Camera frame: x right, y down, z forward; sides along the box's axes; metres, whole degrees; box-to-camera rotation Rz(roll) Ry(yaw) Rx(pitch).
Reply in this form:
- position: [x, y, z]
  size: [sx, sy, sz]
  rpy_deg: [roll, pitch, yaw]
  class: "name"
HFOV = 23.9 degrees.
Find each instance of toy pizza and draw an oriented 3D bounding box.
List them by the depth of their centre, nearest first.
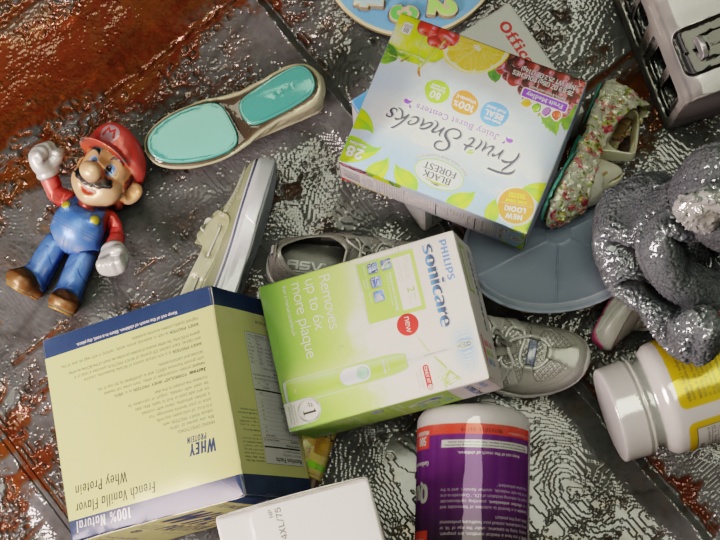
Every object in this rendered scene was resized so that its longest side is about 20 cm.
- position: [0.201, -0.025, 1.716]
  size: [0.199, 0.032, 0.201]
  rpy_deg: [-9, 44, 9]
  class: "toy pizza"

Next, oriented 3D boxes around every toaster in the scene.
- position: [0.342, -0.254, 1.729]
  size: [0.118, 0.200, 0.182]
  rpy_deg: [-19, 83, 0]
  class: "toaster"

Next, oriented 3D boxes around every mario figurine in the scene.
- position: [-0.290, -0.061, 1.741]
  size: [0.123, 0.106, 0.201]
  rpy_deg: [27, 85, -26]
  class: "mario figurine"

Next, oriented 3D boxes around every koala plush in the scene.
- position: [0.319, -0.052, 1.572]
  size: [0.184, 0.200, 0.177]
  rpy_deg: [40, 58, 10]
  class: "koala plush"

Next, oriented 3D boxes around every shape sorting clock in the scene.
- position: [0.056, -0.346, 1.834]
  size: [0.199, 0.039, 0.201]
  rpy_deg: [-1, 75, 2]
  class: "shape sorting clock"

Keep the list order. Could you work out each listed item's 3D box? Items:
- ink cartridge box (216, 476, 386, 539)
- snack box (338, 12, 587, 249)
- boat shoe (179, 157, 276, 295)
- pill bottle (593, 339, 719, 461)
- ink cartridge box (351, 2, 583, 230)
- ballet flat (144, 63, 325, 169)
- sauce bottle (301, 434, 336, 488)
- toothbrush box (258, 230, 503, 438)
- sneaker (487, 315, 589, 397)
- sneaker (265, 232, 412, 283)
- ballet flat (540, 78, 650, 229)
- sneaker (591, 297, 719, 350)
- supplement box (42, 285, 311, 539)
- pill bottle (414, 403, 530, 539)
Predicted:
- position: [-0.040, 0.292, 1.592]
  size: [0.145, 0.200, 0.147]
  rpy_deg: [-15, 76, -1]
  class: "ink cartridge box"
- position: [0.100, -0.137, 1.677]
  size: [0.199, 0.068, 0.169]
  rpy_deg: [22, 79, 9]
  class: "snack box"
- position: [-0.139, -0.026, 1.745]
  size: [0.062, 0.072, 0.201]
  rpy_deg: [17, 80, 4]
  class: "boat shoe"
- position: [0.337, 0.111, 1.665]
  size: [0.199, 0.114, 0.115]
  rpy_deg: [-18, 75, -2]
  class: "pill bottle"
- position: [0.110, -0.159, 1.761]
  size: [0.199, 0.085, 0.145]
  rpy_deg: [-32, 77, -7]
  class: "ink cartridge box"
- position: [-0.127, -0.155, 1.783]
  size: [0.199, 0.069, 0.070]
  rpy_deg: [-21, 75, 3]
  class: "ballet flat"
- position: [-0.045, 0.127, 1.705]
  size: [0.064, 0.065, 0.201]
  rpy_deg: [16, 79, 7]
  class: "sauce bottle"
- position: [0.020, 0.064, 1.622]
  size: [0.199, 0.086, 0.146]
  rpy_deg: [-15, 77, 11]
  class: "toothbrush box"
- position: [0.127, 0.081, 1.688]
  size: [0.199, 0.082, 0.075]
  rpy_deg: [4, 78, 8]
  class: "sneaker"
- position: [0.000, 0.000, 1.726]
  size: [0.199, 0.082, 0.075]
  rpy_deg: [-1, 76, 2]
  class: "sneaker"
- position: [0.243, -0.117, 1.723]
  size: [0.064, 0.076, 0.201]
  rpy_deg: [20, 57, 12]
  class: "ballet flat"
- position: [0.322, 0.025, 1.705]
  size: [0.200, 0.081, 0.088]
  rpy_deg: [-35, 75, -5]
  class: "sneaker"
- position: [-0.176, 0.144, 1.638]
  size: [0.199, 0.134, 0.201]
  rpy_deg: [-18, 74, 23]
  class: "supplement box"
- position: [0.108, 0.234, 1.645]
  size: [0.112, 0.113, 0.201]
  rpy_deg: [1, 75, 3]
  class: "pill bottle"
